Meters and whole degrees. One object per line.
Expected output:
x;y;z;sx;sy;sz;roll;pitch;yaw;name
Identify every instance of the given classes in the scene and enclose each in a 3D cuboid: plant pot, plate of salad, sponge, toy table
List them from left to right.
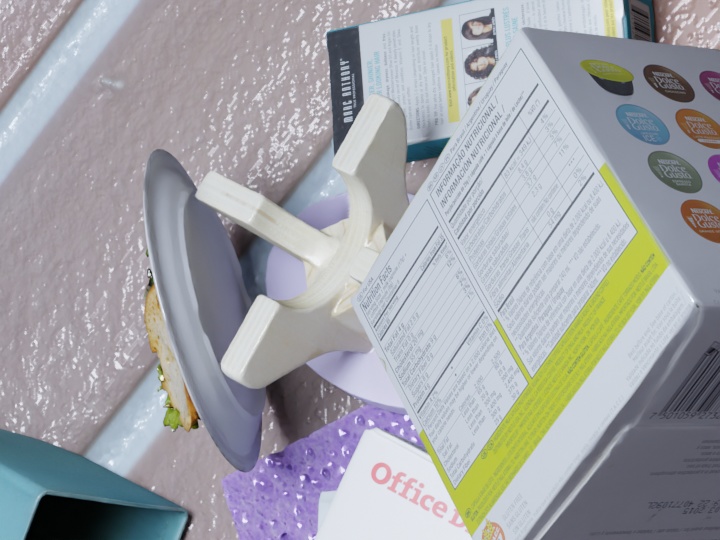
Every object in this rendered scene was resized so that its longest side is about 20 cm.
-0.245;0.170;1.563;0.200;0.141;0.142;27;97;37;plant pot
-0.102;0.026;1.459;0.048;0.200;0.201;-17;75;10;plate of salad
0.000;0.000;1.433;0.199;0.117;0.184;11;76;36;toy table
0.014;0.139;1.475;0.200;0.030;0.112;-28;71;23;sponge

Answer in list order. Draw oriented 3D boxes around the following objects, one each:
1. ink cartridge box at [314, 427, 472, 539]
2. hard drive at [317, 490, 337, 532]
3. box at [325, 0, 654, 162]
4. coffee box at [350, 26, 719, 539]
0.034;0.209;1.345;0.146;0.084;0.201;26;90;34;ink cartridge box
0.065;0.187;1.399;0.199;0.027;0.133;-7;73;29;hard drive
0.078;-0.119;1.461;0.199;0.049;0.083;-9;79;29;box
0.150;0.018;1.254;0.200;0.199;0.198;-59;44;34;coffee box
